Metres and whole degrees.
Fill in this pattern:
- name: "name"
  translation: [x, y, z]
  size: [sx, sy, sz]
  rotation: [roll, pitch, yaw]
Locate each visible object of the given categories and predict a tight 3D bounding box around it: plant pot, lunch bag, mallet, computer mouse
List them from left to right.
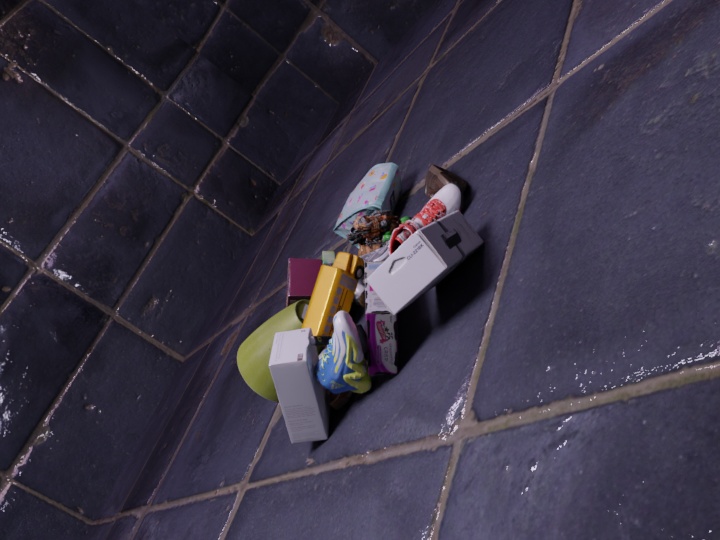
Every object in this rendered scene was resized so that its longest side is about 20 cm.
- name: "plant pot"
  translation: [-0.158, 0.165, 1.568]
  size: [0.201, 0.185, 0.188]
  rotation: [-52, 16, 33]
- name: "mallet"
  translation: [-0.044, 0.132, 1.366]
  size: [0.041, 0.199, 0.067]
  rotation: [-29, 64, 23]
- name: "computer mouse"
  translation: [0.000, 0.000, 1.517]
  size: [0.198, 0.044, 0.110]
  rotation: [-18, 20, 45]
- name: "lunch bag"
  translation: [0.034, -0.180, 1.849]
  size: [0.200, 0.121, 0.172]
  rotation: [-41, 20, 53]

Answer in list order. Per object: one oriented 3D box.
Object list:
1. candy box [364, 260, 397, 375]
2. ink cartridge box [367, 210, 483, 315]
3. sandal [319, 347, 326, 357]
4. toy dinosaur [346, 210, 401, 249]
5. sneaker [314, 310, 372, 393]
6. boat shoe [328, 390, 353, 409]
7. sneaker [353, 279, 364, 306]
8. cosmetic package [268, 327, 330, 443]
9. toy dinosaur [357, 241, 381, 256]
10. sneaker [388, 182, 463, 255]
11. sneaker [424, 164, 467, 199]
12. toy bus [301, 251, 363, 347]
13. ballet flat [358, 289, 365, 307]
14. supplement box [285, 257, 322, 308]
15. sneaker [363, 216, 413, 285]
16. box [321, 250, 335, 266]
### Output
- name: "candy box"
  translation: [0.039, 0.087, 1.324]
  size: [0.201, 0.060, 0.139]
  rotation: [-92, -1, -61]
- name: "ink cartridge box"
  translation: [0.120, -0.018, 1.239]
  size: [0.144, 0.084, 0.199]
  rotation: [-44, -9, 31]
- name: "sandal"
  translation: [-0.087, 0.232, 1.527]
  size: [0.203, 0.049, 0.083]
  rotation: [-52, -12, -35]
- name: "toy dinosaur"
  translation: [0.047, -0.086, 1.589]
  size: [0.136, 0.197, 0.103]
  rotation: [-52, 40, 32]
- name: "sneaker"
  translation: [-0.044, 0.167, 1.278]
  size: [0.103, 0.202, 0.076]
  rotation: [-16, 37, 1]
- name: "boat shoe"
  translation: [-0.049, 0.203, 1.436]
  size: [0.076, 0.073, 0.201]
  rotation: [-45, 20, 27]
- name: "sneaker"
  translation: [-0.010, 0.032, 1.663]
  size: [0.081, 0.076, 0.200]
  rotation: [-46, 18, -6]
- name: "cosmetic package"
  translation: [-0.118, 0.230, 1.364]
  size: [0.079, 0.203, 0.113]
  rotation: [-10, 26, 6]
- name: "toy dinosaur"
  translation: [0.009, -0.045, 1.765]
  size: [0.199, 0.060, 0.107]
  rotation: [-37, 26, 46]
- name: "sneaker"
  translation: [0.135, -0.097, 1.431]
  size: [0.203, 0.067, 0.107]
  rotation: [-55, -23, 18]
- name: "sneaker"
  translation: [0.191, -0.184, 1.559]
  size: [0.200, 0.069, 0.077]
  rotation: [-102, 31, -71]
- name: "toy bus"
  translation: [-0.060, 0.058, 1.437]
  size: [0.064, 0.078, 0.204]
  rotation: [11, 80, 39]
- name: "ballet flat"
  translation: [0.059, 0.049, 1.460]
  size: [0.199, 0.070, 0.071]
  rotation: [-39, 23, 41]
- name: "supplement box"
  translation: [-0.139, 0.075, 1.669]
  size: [0.202, 0.084, 0.112]
  rotation: [102, 168, -52]
- name: "sneaker"
  translation: [0.069, -0.041, 1.555]
  size: [0.201, 0.085, 0.078]
  rotation: [-51, 17, 16]
- name: "box"
  translation: [-0.076, 0.069, 1.655]
  size: [0.202, 0.036, 0.146]
  rotation: [-102, 16, -52]
